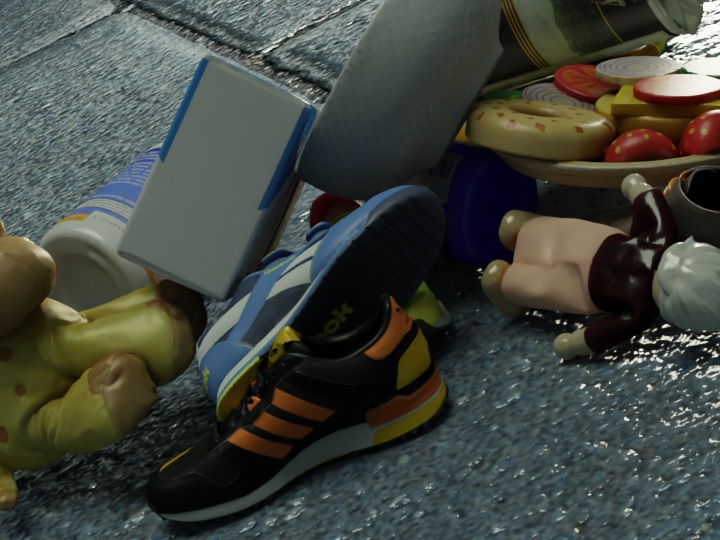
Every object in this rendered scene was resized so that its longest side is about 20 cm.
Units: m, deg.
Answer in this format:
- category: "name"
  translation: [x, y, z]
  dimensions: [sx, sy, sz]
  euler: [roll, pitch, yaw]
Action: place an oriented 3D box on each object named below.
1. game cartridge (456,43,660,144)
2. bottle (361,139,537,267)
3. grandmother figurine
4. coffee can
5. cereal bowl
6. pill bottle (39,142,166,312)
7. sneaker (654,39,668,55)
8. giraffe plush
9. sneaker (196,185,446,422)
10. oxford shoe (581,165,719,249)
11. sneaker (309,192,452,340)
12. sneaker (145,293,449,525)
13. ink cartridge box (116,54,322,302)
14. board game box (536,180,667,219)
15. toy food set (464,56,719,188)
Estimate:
- category: "game cartridge"
  translation: [0.116, -0.124, 1.524]
  dimensions: [0.199, 0.033, 0.176]
  euler: [-7, 18, 44]
- category: "bottle"
  translation: [0.056, -0.056, 1.400]
  dimensions: [0.065, 0.084, 0.200]
  euler: [4, 7, -26]
- category: "grandmother figurine"
  translation: [0.158, 0.000, 1.175]
  dimensions: [0.060, 0.122, 0.200]
  euler: [12, 1, -33]
- category: "coffee can"
  translation: [0.150, -0.228, 1.501]
  dimensions: [0.199, 0.147, 0.146]
  euler: [-15, 22, 28]
- category: "cereal bowl"
  translation: [0.040, -0.131, 1.305]
  dimensions: [0.201, 0.083, 0.200]
  euler: [-60, -3, -5]
- category: "pill bottle"
  translation: [-0.158, -0.034, 1.532]
  dimensions: [0.112, 0.113, 0.200]
  euler: [-5, 28, 39]
- category: "sneaker"
  translation: [0.170, -0.194, 1.615]
  dimensions: [0.199, 0.080, 0.131]
  euler: [-20, 20, 10]
- category: "giraffe plush"
  translation: [-0.226, 0.041, 1.284]
  dimensions: [0.200, 0.162, 0.173]
  euler: [-35, 13, 18]
- category: "sneaker"
  translation: [-0.031, 0.012, 1.235]
  dimensions: [0.200, 0.074, 0.082]
  euler: [-43, 40, 0]
- category: "oxford shoe"
  translation: [0.208, -0.034, 1.205]
  dimensions: [0.199, 0.073, 0.071]
  euler: [1, 32, 48]
- category: "sneaker"
  translation: [0.000, 0.000, 1.317]
  dimensions: [0.078, 0.091, 0.200]
  euler: [-25, 23, -8]
- category: "sneaker"
  translation: [-0.050, 0.080, 1.178]
  dimensions: [0.199, 0.090, 0.070]
  euler: [-23, 21, 0]
- category: "ink cartridge box"
  translation: [-0.090, -0.063, 1.336]
  dimensions: [0.200, 0.084, 0.145]
  euler: [-39, -26, -86]
- category: "board game box"
  translation: [0.221, -0.084, 1.374]
  dimensions: [0.199, 0.026, 0.200]
  euler: [-20, 21, 10]
- category: "toy food set"
  translation: [0.176, -0.104, 1.298]
  dimensions: [0.199, 0.049, 0.198]
  euler: [2, 21, 17]
